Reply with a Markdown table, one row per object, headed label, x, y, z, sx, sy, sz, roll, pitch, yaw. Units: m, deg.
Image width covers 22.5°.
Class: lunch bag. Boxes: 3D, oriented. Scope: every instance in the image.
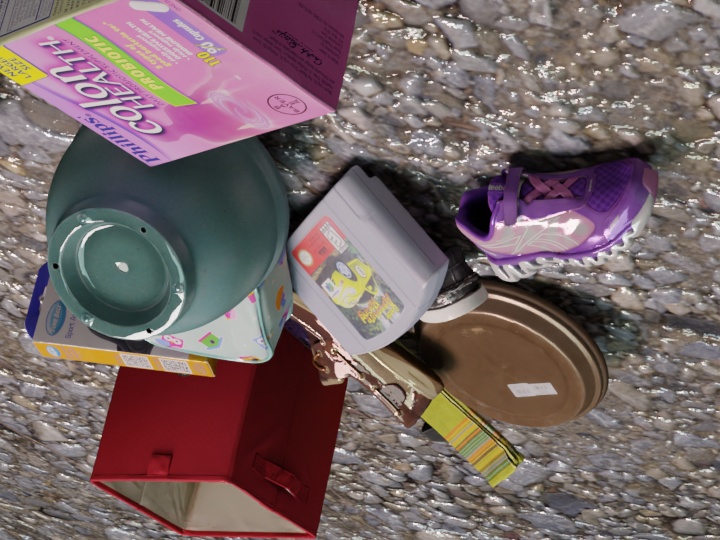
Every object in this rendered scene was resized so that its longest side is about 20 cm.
| label | x | y | z | sx | sy | sz | roll | pitch | yaw |
| --- | --- | --- | --- | --- | --- | --- | --- | --- | --- |
| lunch bag | -0.149 | -0.013 | 1.608 | 0.160 | 0.077 | 0.201 | 9 | 136 | 20 |

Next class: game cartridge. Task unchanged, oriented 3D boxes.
| label | x | y | z | sx | sy | sz | roll | pitch | yaw |
| --- | --- | --- | --- | --- | --- | --- | --- | --- | --- |
| game cartridge | 0.000 | 0.000 | 1.589 | 0.133 | 0.041 | 0.200 | 46 | 150 | 1 |

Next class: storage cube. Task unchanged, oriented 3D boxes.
| label | x | y | z | sx | sy | sz | roll | pitch | yaw |
| --- | --- | --- | --- | --- | --- | --- | --- | --- | --- |
| storage cube | -0.141 | 0.158 | 1.832 | 0.199 | 0.181 | 0.171 | -3 | 153 | 32 |

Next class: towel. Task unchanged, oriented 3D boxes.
| label | x | y | z | sx | sy | sz | roll | pitch | yaw |
| --- | --- | --- | --- | --- | --- | --- | --- | --- | --- |
| towel | 0.078 | 0.142 | 1.850 | 0.200 | 0.018 | 0.086 | 42 | 152 | 5 |

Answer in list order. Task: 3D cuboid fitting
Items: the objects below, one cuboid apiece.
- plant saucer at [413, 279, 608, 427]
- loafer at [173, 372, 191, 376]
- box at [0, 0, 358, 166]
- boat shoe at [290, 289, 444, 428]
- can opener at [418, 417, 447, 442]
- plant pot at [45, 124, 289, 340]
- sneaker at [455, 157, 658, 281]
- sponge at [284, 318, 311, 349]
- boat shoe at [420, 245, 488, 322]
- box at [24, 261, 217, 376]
| label | x | y | z | sx | sy | sz | roll | pitch | yaw |
| --- | --- | --- | --- | --- | --- | --- | --- | --- | --- |
| plant saucer | 0.139 | 0.086 | 1.736 | 0.199 | 0.030 | 0.201 | 18 | 144 | 14 |
| loafer | -0.226 | 0.040 | 1.804 | 0.199 | 0.072 | 0.073 | 25 | 164 | 29 |
| box | -0.137 | -0.172 | 1.283 | 0.199 | 0.097 | 0.176 | -11 | 148 | 41 |
| boat shoe | -0.018 | 0.080 | 1.745 | 0.200 | 0.072 | 0.072 | 34 | -173 | -7 |
| can opener | 0.125 | 0.125 | 1.868 | 0.066 | 0.053 | 0.200 | 39 | 145 | -18 |
| plant pot | -0.171 | -0.027 | 1.458 | 0.199 | 0.134 | 0.201 | 8 | 121 | 14 |
| sneaker | 0.150 | -0.050 | 1.454 | 0.088 | 0.081 | 0.200 | 34 | 149 | -27 |
| sponge | -0.100 | 0.069 | 1.875 | 0.199 | 0.030 | 0.112 | 15 | 156 | -8 |
| boat shoe | 0.041 | 0.011 | 1.648 | 0.200 | 0.074 | 0.061 | -2 | 115 | 63 |
| box | -0.225 | 0.030 | 1.735 | 0.199 | 0.120 | 0.042 | 6 | 155 | 9 |
